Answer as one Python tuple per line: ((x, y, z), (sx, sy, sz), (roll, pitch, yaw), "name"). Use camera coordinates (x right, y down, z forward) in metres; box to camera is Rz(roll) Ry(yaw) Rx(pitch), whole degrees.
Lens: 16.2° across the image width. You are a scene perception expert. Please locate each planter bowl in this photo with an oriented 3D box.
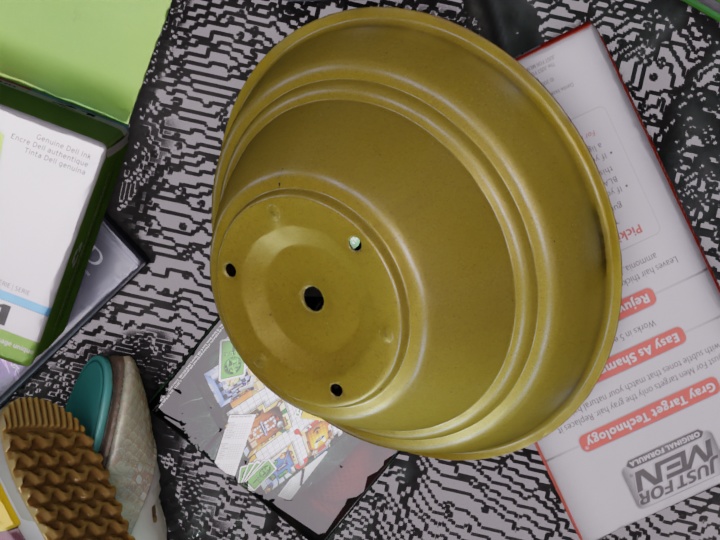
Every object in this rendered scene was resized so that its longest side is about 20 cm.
((0.000, 0.000, 1.034), (0.200, 0.083, 0.201), (15, 117, 30), "planter bowl")

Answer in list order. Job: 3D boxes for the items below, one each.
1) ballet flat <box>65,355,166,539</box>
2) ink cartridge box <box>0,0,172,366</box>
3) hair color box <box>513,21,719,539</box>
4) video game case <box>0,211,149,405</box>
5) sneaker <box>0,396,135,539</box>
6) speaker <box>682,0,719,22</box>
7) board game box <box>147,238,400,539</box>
((-0.122, 0.132, 1.147), (0.062, 0.067, 0.201), (15, 102, -25), "ballet flat")
((-0.171, -0.082, 1.087), (0.147, 0.076, 0.201), (20, 101, 0), "ink cartridge box")
((0.098, 0.004, 1.085), (0.101, 0.061, 0.200), (-24, 94, 7), "hair color box")
((-0.216, 0.012, 1.154), (0.200, 0.019, 0.143), (-43, 92, 7), "video game case")
((-0.134, 0.159, 1.075), (0.090, 0.075, 0.201), (-30, 70, 33), "sneaker")
((0.187, -0.138, 1.071), (0.200, 0.088, 0.089), (30, 98, 1), "speaker")
((0.005, 0.016, 1.134), (0.105, 0.023, 0.200), (40, 98, 1), "board game box")
